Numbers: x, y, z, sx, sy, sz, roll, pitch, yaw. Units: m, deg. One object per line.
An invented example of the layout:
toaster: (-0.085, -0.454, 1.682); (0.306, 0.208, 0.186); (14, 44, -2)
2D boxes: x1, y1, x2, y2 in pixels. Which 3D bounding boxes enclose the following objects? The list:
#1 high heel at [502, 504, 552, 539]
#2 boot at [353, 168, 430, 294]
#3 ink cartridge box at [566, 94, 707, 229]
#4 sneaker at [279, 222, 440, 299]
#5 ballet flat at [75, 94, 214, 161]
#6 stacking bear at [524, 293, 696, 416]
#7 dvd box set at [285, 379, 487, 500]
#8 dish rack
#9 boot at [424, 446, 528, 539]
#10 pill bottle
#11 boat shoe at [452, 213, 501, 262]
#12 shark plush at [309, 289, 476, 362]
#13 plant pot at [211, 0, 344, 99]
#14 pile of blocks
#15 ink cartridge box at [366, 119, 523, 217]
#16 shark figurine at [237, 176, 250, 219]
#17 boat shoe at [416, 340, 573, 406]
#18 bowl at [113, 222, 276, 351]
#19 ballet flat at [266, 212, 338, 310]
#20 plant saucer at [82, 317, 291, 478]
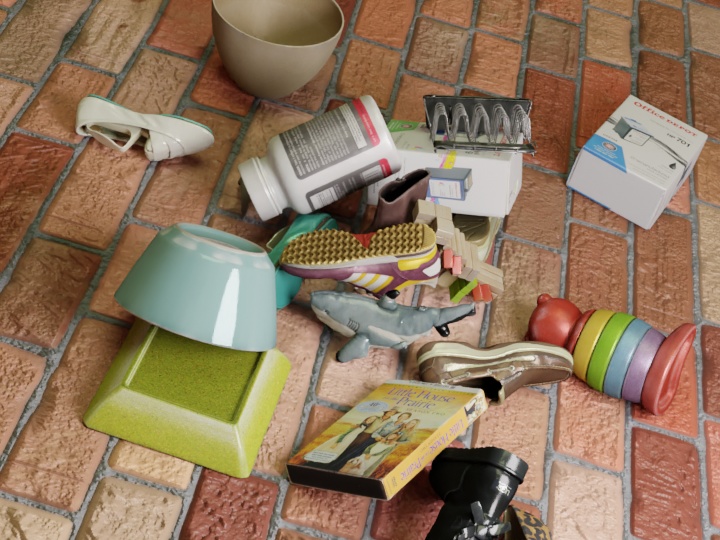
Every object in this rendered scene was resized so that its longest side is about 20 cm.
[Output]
high heel: (0.155, 0.308, 1.416); (0.199, 0.071, 0.143); (15, 34, -53)
boot: (0.073, -0.062, 1.762); (0.072, 0.167, 0.200); (38, 43, 22)
ink cartridge box: (0.429, -0.170, 2.073); (0.146, 0.086, 0.200); (30, 43, 15)
sneaker: (0.000, 0.000, 1.664); (0.198, 0.091, 0.075); (-4, 40, 8)
ballet flat: (-0.304, -0.186, 1.859); (0.199, 0.070, 0.070); (16, 40, 5)
stacking bear: (0.309, 0.097, 1.719); (0.199, 0.122, 0.114); (23, 25, 23)
dvd box set: (0.031, 0.187, 1.518); (0.146, 0.030, 0.200); (3, 27, 41)
dish rack: (0.161, -0.193, 1.797); (0.152, 0.055, 0.200); (1, 16, 1)
boot: (0.098, 0.275, 1.439); (0.073, 0.198, 0.163); (33, 70, -11)
pill bottle: (-0.055, -0.142, 1.761); (0.199, 0.111, 0.111); (-24, 48, 0)
boat shoe: (0.161, -0.063, 1.883); (0.073, 0.064, 0.201); (1, 29, 7)
shark plush: (0.038, 0.059, 1.637); (0.199, 0.084, 0.091); (5, 40, 26)
plant pot: (-0.135, -0.339, 2.025); (0.199, 0.135, 0.201); (10, 40, -8)
pile of blocks: (0.114, -0.006, 1.723); (0.082, 0.200, 0.062); (-23, 44, 22)
ink cartridge box: (0.121, -0.145, 1.875); (0.198, 0.088, 0.145); (8, 25, 13)
shark figurine: (-0.066, -0.142, 1.842); (0.213, 0.128, 0.090); (-15, 60, -31)
boat shoe: (0.169, 0.135, 1.659); (0.201, 0.075, 0.075); (0, 56, -9)
bowl: (-0.179, 0.010, 1.574); (0.199, 0.106, 0.201); (18, 7, -2)
ballet flat: (-0.099, -0.011, 1.736); (0.070, 0.068, 0.200); (6, 35, 26)
plant saucer: (-0.193, 0.125, 1.551); (0.199, 0.048, 0.200); (18, 40, 1)
